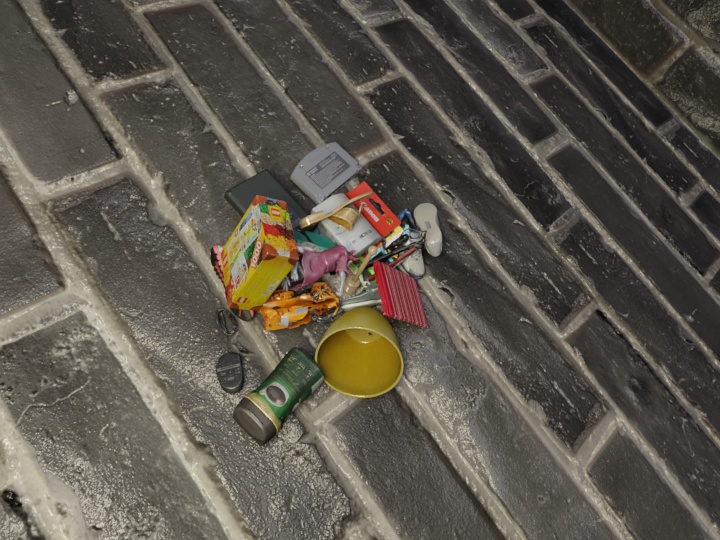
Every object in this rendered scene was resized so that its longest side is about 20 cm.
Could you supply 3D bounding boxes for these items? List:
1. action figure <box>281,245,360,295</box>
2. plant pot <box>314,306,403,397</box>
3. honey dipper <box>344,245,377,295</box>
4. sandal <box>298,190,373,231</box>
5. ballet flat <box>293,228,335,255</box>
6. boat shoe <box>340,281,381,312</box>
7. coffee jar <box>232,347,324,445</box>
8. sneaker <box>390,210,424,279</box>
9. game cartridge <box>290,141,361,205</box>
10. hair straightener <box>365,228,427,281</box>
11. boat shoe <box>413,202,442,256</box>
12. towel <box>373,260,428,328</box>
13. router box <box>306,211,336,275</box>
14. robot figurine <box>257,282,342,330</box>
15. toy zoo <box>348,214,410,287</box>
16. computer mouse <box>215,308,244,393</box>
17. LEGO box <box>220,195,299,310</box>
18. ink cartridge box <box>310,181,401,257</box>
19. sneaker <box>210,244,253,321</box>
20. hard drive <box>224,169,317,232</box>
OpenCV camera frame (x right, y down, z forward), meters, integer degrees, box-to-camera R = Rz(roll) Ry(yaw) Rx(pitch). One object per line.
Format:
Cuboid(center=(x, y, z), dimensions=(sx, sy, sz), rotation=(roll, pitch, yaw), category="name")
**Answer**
Cuboid(center=(-0.090, -0.023, 1.199), dimensions=(0.197, 0.133, 0.152), rotation=(-23, 116, -31), category="action figure")
Cuboid(center=(0.004, 0.167, 1.202), dimensions=(0.197, 0.202, 0.143), rotation=(24, 32, -7), category="plant pot")
Cuboid(center=(0.000, 0.000, 1.268), dimensions=(0.037, 0.201, 0.039), rotation=(9, 59, -15), category="honey dipper")
Cuboid(center=(-0.048, -0.124, 1.273), dimensions=(0.209, 0.077, 0.071), rotation=(-25, 93, -25), category="sandal")
Cuboid(center=(-0.140, -0.060, 1.238), dimensions=(0.198, 0.071, 0.073), rotation=(15, 51, -52), category="ballet flat")
Cuboid(center=(0.024, 0.059, 1.320), dimensions=(0.197, 0.073, 0.063), rotation=(-12, 78, -36), category="boat shoe")
Cuboid(center=(-0.174, 0.267, 1.115), dimensions=(0.104, 0.086, 0.200), rotation=(40, 54, 10), category="coffee jar")
Cuboid(center=(0.133, -0.074, 1.435), dimensions=(0.075, 0.085, 0.204), rotation=(-7, 66, -25), category="sneaker")
Cuboid(center=(-0.101, -0.281, 1.485), dimensions=(0.133, 0.041, 0.200), rotation=(45, 55, 2), category="game cartridge")
Cuboid(center=(0.085, -0.056, 1.351), dimensions=(0.198, 0.041, 0.078), rotation=(-34, 79, -4), category="hair straightener")
Cuboid(center=(0.199, -0.118, 1.494), dimensions=(0.070, 0.070, 0.202), rotation=(-14, 39, -1), category="boat shoe")
Cuboid(center=(0.101, 0.064, 1.305), dimensions=(0.199, 0.022, 0.148), rotation=(23, 49, -53), category="towel")
Cuboid(center=(-0.152, -0.072, 1.329), dimensions=(0.195, 0.062, 0.153), rotation=(2, 60, -21), category="router box")
Cuboid(center=(-0.138, 0.080, 1.218), dimensions=(0.196, 0.059, 0.145), rotation=(-12, 32, -23), category="robot figurine")
Cuboid(center=(0.051, -0.057, 1.385), dimensions=(0.199, 0.020, 0.132), rotation=(-38, 80, -10), category="toy zoo")
Cuboid(center=(-0.292, 0.177, 1.157), dimensions=(0.057, 0.034, 0.204), rotation=(-10, 60, -8), category="computer mouse")
Cuboid(center=(-0.220, -0.033, 1.119), dimensions=(0.076, 0.200, 0.151), rotation=(9, 50, -36), category="LEGO box")
Cuboid(center=(-0.006, -0.137, 1.346), dimensions=(0.199, 0.047, 0.161), rotation=(-37, 78, -25), category="ink cartridge box")
Cuboid(center=(-0.278, 0.019, 1.220), dimensions=(0.085, 0.074, 0.203), rotation=(-17, 70, -30), category="sneaker")
Cuboid(center=(-0.219, -0.146, 1.286), dimensions=(0.200, 0.033, 0.139), rotation=(47, 55, 8), category="hard drive")
